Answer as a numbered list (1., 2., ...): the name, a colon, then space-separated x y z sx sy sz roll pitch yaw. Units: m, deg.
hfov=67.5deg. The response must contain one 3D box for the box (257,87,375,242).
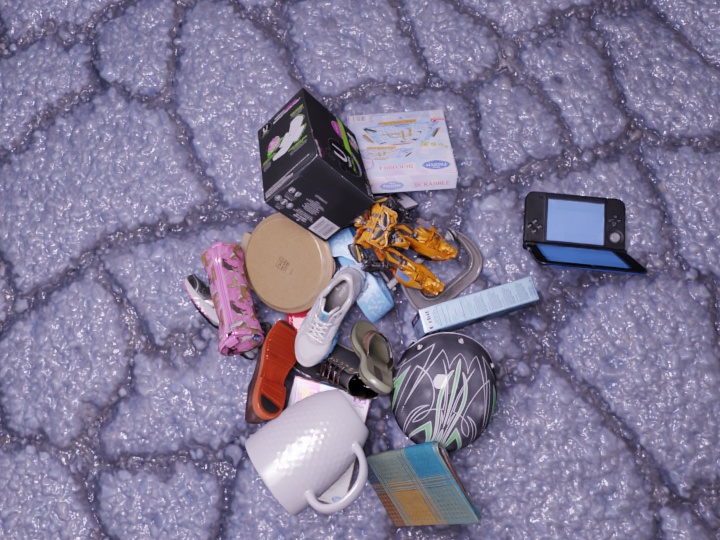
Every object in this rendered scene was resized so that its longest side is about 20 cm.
1. box: -0.081 -0.182 0.930 0.124 0.148 0.201 -35 45 24

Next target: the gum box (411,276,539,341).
1. gum box: 0.197 0.073 0.967 0.199 0.170 0.045 -16 78 -2

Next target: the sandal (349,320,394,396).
1. sandal: 0.032 0.145 0.957 0.079 0.201 0.058 27 107 -19

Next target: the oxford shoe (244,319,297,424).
1. oxford shoe: -0.164 0.175 0.954 0.071 0.072 0.201 37 40 -23

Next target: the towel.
1. towel: 0.094 0.366 0.913 0.022 0.200 0.147 -29 90 -46

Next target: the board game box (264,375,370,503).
1. board game box: -0.074 0.312 0.994 0.152 0.040 0.201 15 80 4

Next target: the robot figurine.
1. robot figurine: 0.073 -0.044 0.949 0.199 0.058 0.146 30 74 -24

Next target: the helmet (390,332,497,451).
1. helmet: 0.142 0.208 0.929 0.198 0.191 0.202 0 83 -1

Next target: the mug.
1. mug: -0.067 0.302 0.885 0.175 0.148 0.200 -37 43 -10

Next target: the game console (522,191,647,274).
1. game console: 0.420 -0.075 1.017 0.198 0.118 0.172 6 80 2

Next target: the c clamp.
1. c clamp: 0.137 -0.009 1.026 0.199 0.027 0.172 -33 104 -10

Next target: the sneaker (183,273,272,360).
1. sneaker: -0.251 0.076 1.034 0.200 0.080 0.086 45 69 2

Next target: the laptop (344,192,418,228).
1. laptop: -0.013 -0.173 1.042 0.186 0.200 0.117 -17 113 -6

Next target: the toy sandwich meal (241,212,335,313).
1. toy sandwich meal: -0.133 -0.014 1.007 0.204 0.070 0.207 3 97 22

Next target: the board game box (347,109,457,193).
1. board game box: 0.075 -0.234 1.049 0.198 0.041 0.201 -3 50 1

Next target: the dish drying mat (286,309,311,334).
1. dish drying mat: -0.109 0.050 1.055 0.076 0.018 0.202 -3 79 0

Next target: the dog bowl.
1. dog bowl: 0.000 0.000 1.010 0.049 0.111 0.201 -29 80 9

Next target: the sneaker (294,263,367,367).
1. sneaker: -0.062 0.080 0.920 0.075 0.087 0.201 29 100 7

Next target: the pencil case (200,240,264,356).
1. pencil case: -0.231 0.048 0.961 0.082 0.087 0.201 1 59 -36

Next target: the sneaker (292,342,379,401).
1. sneaker: -0.051 0.175 0.979 0.198 0.106 0.075 12 96 3
